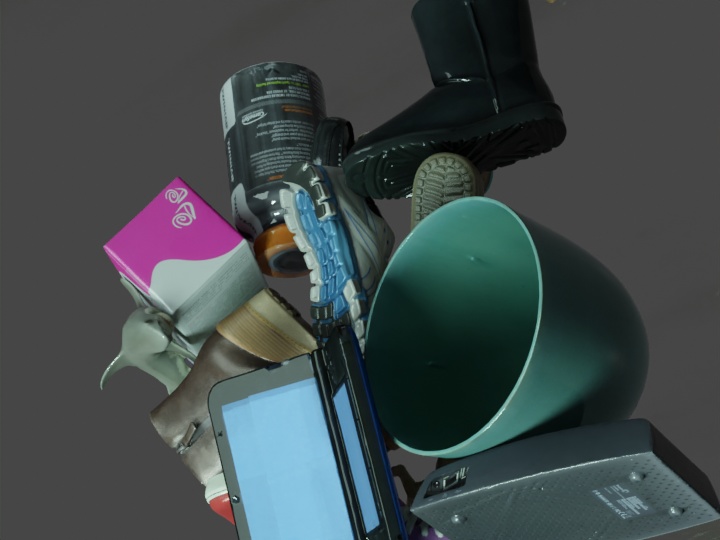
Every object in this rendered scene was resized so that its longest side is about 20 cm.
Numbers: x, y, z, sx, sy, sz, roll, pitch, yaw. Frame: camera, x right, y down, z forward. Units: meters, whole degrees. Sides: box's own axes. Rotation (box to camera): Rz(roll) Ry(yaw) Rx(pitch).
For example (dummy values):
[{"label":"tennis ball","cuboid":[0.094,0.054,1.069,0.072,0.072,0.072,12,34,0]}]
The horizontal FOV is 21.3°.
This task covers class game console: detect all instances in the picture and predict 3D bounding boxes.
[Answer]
[{"label":"game console","cuboid":[-0.044,0.162,1.519,0.171,0.118,0.201,116,140,-76]}]

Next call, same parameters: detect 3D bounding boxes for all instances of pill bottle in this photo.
[{"label":"pill bottle","cuboid":[-0.077,-0.095,1.871,0.106,0.106,0.201,-36,51,42]}]

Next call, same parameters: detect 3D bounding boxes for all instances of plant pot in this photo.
[{"label":"plant pot","cuboid":[0.127,0.061,1.490,0.200,0.160,0.202,-26,55,45]}]

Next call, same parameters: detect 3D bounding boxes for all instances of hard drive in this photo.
[{"label":"hard drive","cuboid":[0.152,0.166,1.419,0.199,0.135,0.043,-18,52,29]}]

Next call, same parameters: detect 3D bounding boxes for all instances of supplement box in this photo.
[{"label":"supplement box","cuboid":[-0.158,0.011,1.836,0.103,0.200,0.101,-44,71,-9]}]

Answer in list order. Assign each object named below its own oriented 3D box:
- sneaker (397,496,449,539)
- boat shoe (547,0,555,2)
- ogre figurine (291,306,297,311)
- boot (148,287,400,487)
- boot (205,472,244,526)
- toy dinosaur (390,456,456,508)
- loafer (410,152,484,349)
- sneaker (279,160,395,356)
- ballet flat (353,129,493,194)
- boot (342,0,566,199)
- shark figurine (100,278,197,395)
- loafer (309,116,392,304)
[{"label":"sneaker","cuboid":[0.054,0.216,1.561,0.200,0.073,0.115,-25,78,22]},{"label":"boat shoe","cuboid":[0.153,-0.304,1.676,0.072,0.072,0.200,-35,33,4]},{"label":"ogre figurine","cuboid":[-0.067,0.110,1.788,0.120,0.098,0.201,97,-175,-66]},{"label":"boot","cuboid":[-0.074,0.134,1.689,0.200,0.072,0.167,44,99,20]},{"label":"boot","cuboid":[-0.058,0.252,1.658,0.072,0.200,0.145,-20,61,27]},{"label":"toy dinosaur","cuboid":[0.070,0.191,1.633,0.101,0.058,0.201,-4,85,40]},{"label":"loafer","cuboid":[0.074,-0.002,1.604,0.076,0.067,0.201,17,108,21]},{"label":"sneaker","cuboid":[0.000,0.000,1.636,0.075,0.086,0.201,-21,80,51]},{"label":"ballet flat","cuboid":[0.036,-0.099,1.747,0.200,0.072,0.068,17,92,55]},{"label":"boot","cuboid":[0.067,-0.160,1.659,0.199,0.077,0.169,-16,57,1]},{"label":"shark figurine","cuboid":[-0.197,0.097,1.801,0.089,0.215,0.128,-41,53,-12]},{"label":"loafer","cuboid":[-0.006,-0.039,1.713,0.070,0.068,0.202,-6,84,19]}]
